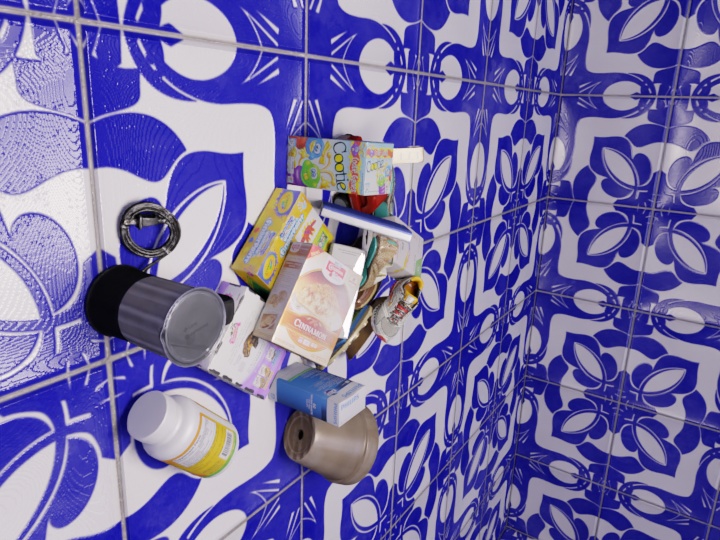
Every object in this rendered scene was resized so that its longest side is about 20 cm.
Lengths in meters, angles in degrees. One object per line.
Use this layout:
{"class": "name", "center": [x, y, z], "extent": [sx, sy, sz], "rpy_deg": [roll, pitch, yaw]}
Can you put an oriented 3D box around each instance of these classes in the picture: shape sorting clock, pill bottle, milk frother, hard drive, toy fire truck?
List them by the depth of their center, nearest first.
{"class": "milk frother", "center": [-0.297, 0.014, 0.861], "extent": [0.180, 0.187, 0.202], "rpy_deg": [-37, 130, -47]}
{"class": "pill bottle", "center": [-0.313, 0.288, 1.002], "extent": [0.112, 0.110, 0.200], "rpy_deg": [-63, 145, -22]}
{"class": "hard drive", "center": [0.009, -0.111, 1.259], "extent": [0.132, 0.198, 0.026], "rpy_deg": [-111, -142, -77]}
{"class": "toy fire truck", "center": [0.037, -0.223, 1.301], "extent": [0.129, 0.199, 0.177], "rpy_deg": [-48, 137, -38]}
{"class": "shape sorting clock", "center": [-0.038, 0.163, 1.358], "extent": [0.039, 0.200, 0.200], "rpy_deg": [44, 54, -8]}

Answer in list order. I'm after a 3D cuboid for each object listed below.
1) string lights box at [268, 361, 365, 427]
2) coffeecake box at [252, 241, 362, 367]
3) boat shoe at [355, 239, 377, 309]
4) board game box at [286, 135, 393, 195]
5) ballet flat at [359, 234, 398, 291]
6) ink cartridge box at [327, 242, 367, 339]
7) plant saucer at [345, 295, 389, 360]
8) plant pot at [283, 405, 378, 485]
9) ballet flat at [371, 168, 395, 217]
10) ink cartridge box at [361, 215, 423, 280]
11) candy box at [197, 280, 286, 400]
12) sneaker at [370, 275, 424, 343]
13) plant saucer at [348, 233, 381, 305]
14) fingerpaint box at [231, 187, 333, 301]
{"class": "string lights box", "center": [-0.098, 0.269, 1.255], "extent": [0.102, 0.199, 0.060], "rpy_deg": [-20, 117, -53]}
{"class": "coffeecake box", "center": [-0.101, 0.067, 1.126], "extent": [0.153, 0.073, 0.202], "rpy_deg": [33, 74, -40]}
{"class": "boat shoe", "center": [0.008, 0.003, 1.401], "extent": [0.068, 0.071, 0.201], "rpy_deg": [55, 47, -42]}
{"class": "board game box", "center": [-0.045, -0.219, 1.173], "extent": [0.105, 0.198, 0.104], "rpy_deg": [-15, 113, -55]}
{"class": "ballet flat", "center": [0.036, -0.007, 1.275], "extent": [0.200, 0.065, 0.071], "rpy_deg": [120, -27, -57]}
{"class": "ink cartridge box", "center": [-0.056, 0.045, 1.293], "extent": [0.146, 0.082, 0.202], "rpy_deg": [-177, -81, -80]}
{"class": "plant saucer", "center": [0.013, 0.139, 1.465], "extent": [0.201, 0.035, 0.200], "rpy_deg": [-55, -178, 2]}
{"class": "plant pot", "center": [-0.083, 0.403, 1.361], "extent": [0.173, 0.199, 0.202], "rpy_deg": [25, 79, -41]}
{"class": "ballet flat", "center": [0.056, -0.190, 1.484], "extent": [0.074, 0.074, 0.202], "rpy_deg": [-9, 106, -56]}
{"class": "ink cartridge box", "center": [0.082, -0.057, 1.394], "extent": [0.200, 0.067, 0.118], "rpy_deg": [30, 60, -53]}
{"class": "candy box", "center": [-0.230, 0.141, 1.123], "extent": [0.200, 0.071, 0.169], "rpy_deg": [50, 59, -53]}
{"class": "sneaker", "center": [0.090, 0.085, 1.358], "extent": [0.078, 0.082, 0.201], "rpy_deg": [40, 54, -14]}
{"class": "plant saucer", "center": [0.000, 0.000, 1.477], "extent": [0.200, 0.034, 0.202], "rpy_deg": [-26, 122, -53]}
{"class": "fingerpaint box", "center": [-0.156, -0.040, 1.176], "extent": [0.201, 0.073, 0.167], "rpy_deg": [-65, 147, -22]}
